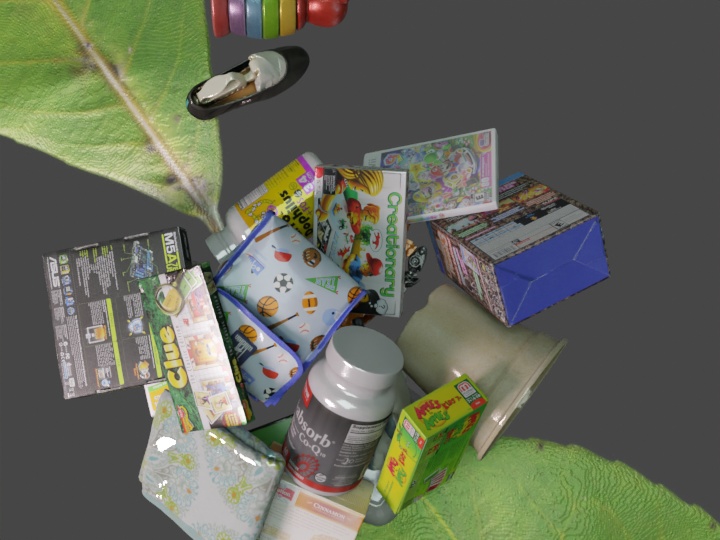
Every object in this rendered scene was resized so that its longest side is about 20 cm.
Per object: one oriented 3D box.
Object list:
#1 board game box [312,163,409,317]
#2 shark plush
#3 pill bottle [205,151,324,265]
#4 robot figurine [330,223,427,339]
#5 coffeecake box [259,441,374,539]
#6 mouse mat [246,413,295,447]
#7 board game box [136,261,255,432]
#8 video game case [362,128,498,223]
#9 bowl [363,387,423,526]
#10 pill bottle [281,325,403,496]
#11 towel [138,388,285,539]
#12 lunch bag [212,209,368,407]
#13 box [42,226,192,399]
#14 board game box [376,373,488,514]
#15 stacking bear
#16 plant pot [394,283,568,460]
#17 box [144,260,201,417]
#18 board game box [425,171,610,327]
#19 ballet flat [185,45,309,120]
[{"bbox_3d":[-0.001,-0.041,1.162,0.125,0.035,0.201,4,103,11],"label":"board game box"},{"bbox_3d":[0.016,0.165,1.145,0.083,0.091,0.201,-21,91,30],"label":"shark plush"},{"bbox_3d":[-0.121,-0.074,1.225,0.200,0.104,0.104,-37,85,-1],"label":"pill bottle"},{"bbox_3d":[0.000,0.000,1.237,0.145,0.058,0.200,44,89,5],"label":"robot figurine"},{"bbox_3d":[-0.088,0.356,1.160,0.153,0.073,0.201,23,114,3],"label":"coffeecake box"},{"bbox_3d":[-0.140,0.311,1.243,0.199,0.008,0.162,-20,85,0],"label":"mouse mat"},{"bbox_3d":[-0.201,0.096,1.039,0.104,0.023,0.201,-13,96,30],"label":"board game box"},{"bbox_3d":[0.095,-0.127,1.199,0.199,0.018,0.144,-9,51,19],"label":"video game case"},{"bbox_3d":[0.005,0.246,1.206,0.199,0.075,0.200,31,86,2],"label":"bowl"},{"bbox_3d":[-0.022,0.176,1.076,0.115,0.116,0.201,23,118,4],"label":"pill bottle"},{"bbox_3d":[-0.200,0.267,1.110,0.199,0.048,0.172,29,115,22],"label":"towel"},{"bbox_3d":[-0.117,0.050,1.089,0.170,0.124,0.200,41,87,-6],"label":"lunch bag"},{"bbox_3d":[-0.313,0.057,1.140,0.192,0.048,0.201,-12,84,0],"label":"box"},{"bbox_3d":[0.087,0.223,1.083,0.101,0.201,0.048,-25,58,-29],"label":"board game box"},{"bbox_3d":[-0.116,-0.399,1.253,0.199,0.121,0.114,-1,83,-5],"label":"stacking bear"},{"bbox_3d":[0.151,0.123,1.169,0.183,0.200,0.201,36,88,16],"label":"plant pot"},{"bbox_3d":[-0.256,0.097,1.211,0.101,0.112,0.201,-15,83,3],"label":"box"},{"bbox_3d":[0.205,-0.035,1.139,0.159,0.200,0.097,-24,118,-10],"label":"board game box"},{"bbox_3d":[-0.167,-0.279,1.261,0.199,0.068,0.068,-28,84,0],"label":"ballet flat"}]
